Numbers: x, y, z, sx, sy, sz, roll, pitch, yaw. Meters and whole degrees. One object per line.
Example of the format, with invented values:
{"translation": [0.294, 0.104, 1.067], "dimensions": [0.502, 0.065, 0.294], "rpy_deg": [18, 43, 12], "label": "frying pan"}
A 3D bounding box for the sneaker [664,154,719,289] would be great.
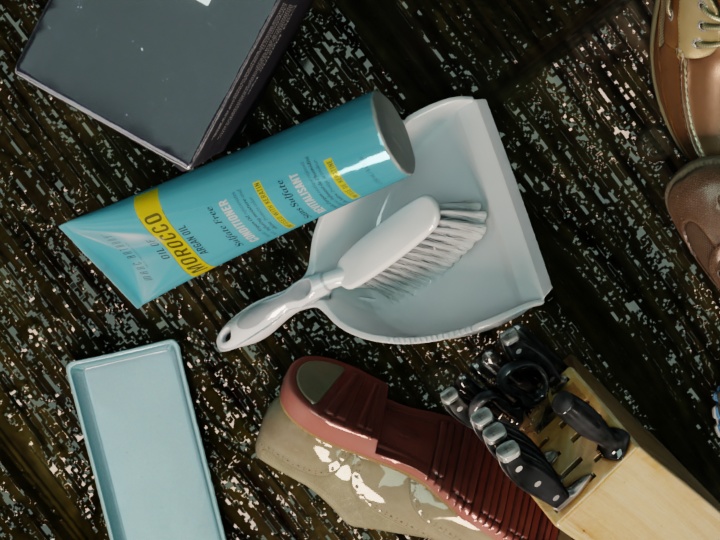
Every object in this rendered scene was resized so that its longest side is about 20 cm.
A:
{"translation": [0.248, 0.019, 0.959], "dimensions": [0.200, 0.076, 0.070], "rpy_deg": [43, 118, -10], "label": "sneaker"}

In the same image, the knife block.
{"translation": [0.130, 0.114, 0.943], "dimensions": [0.064, 0.176, 0.200], "rpy_deg": [-44, 93, 8], "label": "knife block"}

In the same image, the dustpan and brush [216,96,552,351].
{"translation": [0.000, 0.000, 0.984], "dimensions": [0.200, 0.057, 0.140], "rpy_deg": [-35, 59, 33], "label": "dustpan and brush"}

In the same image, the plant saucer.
{"translation": [-0.119, 0.143, 1.040], "dimensions": [0.070, 0.019, 0.201], "rpy_deg": [-13, 96, 5], "label": "plant saucer"}

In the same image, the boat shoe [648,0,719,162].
{"translation": [0.199, -0.152, 0.955], "dimensions": [0.075, 0.074, 0.201], "rpy_deg": [-5, 100, 4], "label": "boat shoe"}

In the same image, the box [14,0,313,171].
{"translation": [-0.076, -0.168, 0.916], "dimensions": [0.104, 0.182, 0.200], "rpy_deg": [29, 97, 0], "label": "box"}

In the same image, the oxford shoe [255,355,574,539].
{"translation": [0.032, 0.126, 1.016], "dimensions": [0.200, 0.070, 0.075], "rpy_deg": [32, 124, -3], "label": "oxford shoe"}

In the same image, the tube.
{"translation": [-0.067, -0.040, 0.977], "dimensions": [0.200, 0.050, 0.078], "rpy_deg": [-23, 125, 20], "label": "tube"}

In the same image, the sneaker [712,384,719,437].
{"translation": [0.280, 0.129, 0.997], "dimensions": [0.087, 0.075, 0.200], "rpy_deg": [-37, 102, 0], "label": "sneaker"}
